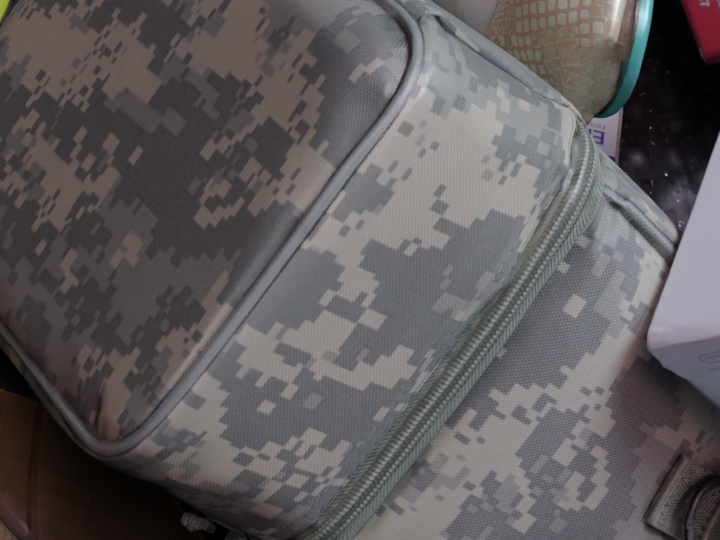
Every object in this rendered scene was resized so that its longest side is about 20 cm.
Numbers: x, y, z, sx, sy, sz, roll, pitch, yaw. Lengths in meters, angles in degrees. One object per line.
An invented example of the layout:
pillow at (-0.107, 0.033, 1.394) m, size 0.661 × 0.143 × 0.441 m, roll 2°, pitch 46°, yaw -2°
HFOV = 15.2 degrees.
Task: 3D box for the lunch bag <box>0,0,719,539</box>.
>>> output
lunch bag at (0.000, 0.000, 0.703) m, size 0.168 × 0.200 × 0.139 m, roll 30°, pitch 96°, yaw -35°

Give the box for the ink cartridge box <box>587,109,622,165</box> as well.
ink cartridge box at (0.043, -0.120, 0.871) m, size 0.099 × 0.039 × 0.200 m, roll 14°, pitch 62°, yaw -6°

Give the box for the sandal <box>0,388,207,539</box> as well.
sandal at (-0.050, 0.104, 0.685) m, size 0.200 × 0.054 × 0.080 m, roll 30°, pitch 53°, yaw 1°

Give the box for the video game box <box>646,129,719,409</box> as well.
video game box at (0.172, -0.015, 0.698) m, size 0.182 × 0.047 × 0.200 m, roll 40°, pitch 58°, yaw -31°

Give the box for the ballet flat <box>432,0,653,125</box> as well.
ballet flat at (0.042, -0.091, 0.760) m, size 0.062 × 0.068 × 0.200 m, roll 13°, pitch 21°, yaw -4°

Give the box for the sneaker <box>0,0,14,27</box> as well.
sneaker at (-0.139, -0.134, 0.787) m, size 0.081 × 0.074 × 0.200 m, roll 46°, pitch 29°, yaw -37°

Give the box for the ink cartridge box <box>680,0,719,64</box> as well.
ink cartridge box at (0.178, -0.165, 0.812) m, size 0.200 × 0.086 × 0.148 m, roll -17°, pitch 97°, yaw 23°

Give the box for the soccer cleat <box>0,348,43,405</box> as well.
soccer cleat at (-0.108, 0.076, 0.735) m, size 0.081 × 0.068 × 0.200 m, roll 2°, pitch 63°, yaw -18°
